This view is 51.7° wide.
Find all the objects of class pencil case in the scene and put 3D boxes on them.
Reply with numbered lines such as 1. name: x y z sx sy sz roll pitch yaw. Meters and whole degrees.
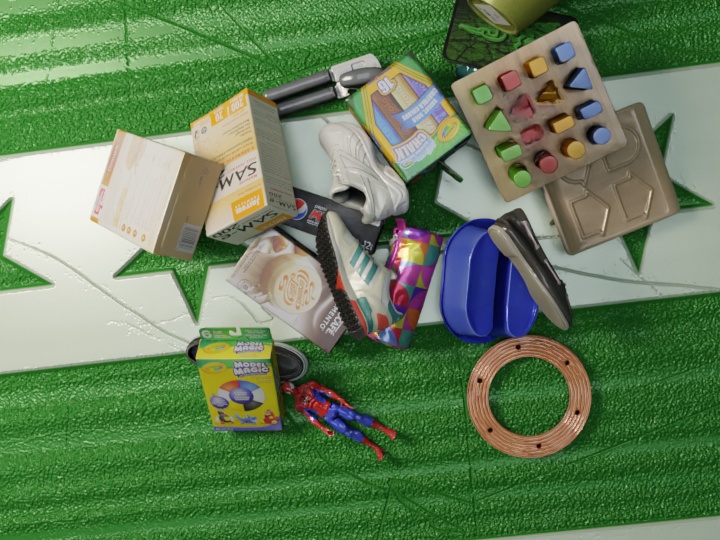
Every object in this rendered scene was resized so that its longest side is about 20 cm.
1. pencil case: 0.064 0.022 1.176 0.088 0.088 0.200 15 93 2

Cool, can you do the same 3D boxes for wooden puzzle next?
1. wooden puzzle: 0.381 -0.143 1.170 0.200 0.046 0.185 -23 97 -1

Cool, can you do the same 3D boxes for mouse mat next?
1. mouse mat: 0.235 -0.359 1.148 0.200 0.008 0.161 14 60 1

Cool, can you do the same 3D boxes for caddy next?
1. caddy: 0.199 0.018 1.162 0.141 0.105 0.200 4 93 -21

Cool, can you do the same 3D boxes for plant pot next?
1. plant pot: 0.253 -0.460 1.098 0.187 0.187 0.200 34 96 1

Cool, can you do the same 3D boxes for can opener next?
1. can opener: -0.060 -0.295 1.181 0.200 0.066 0.053 -17 91 8

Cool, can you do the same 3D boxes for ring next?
1. ring: 0.272 0.203 1.206 0.200 0.019 0.201 0 93 4

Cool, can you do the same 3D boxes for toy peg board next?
1. toy peg board: 0.262 -0.223 1.070 0.199 0.098 0.200 -25 101 12

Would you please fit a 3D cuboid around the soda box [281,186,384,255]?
1. soda box: -0.063 -0.086 1.182 0.200 0.071 0.063 20 94 2

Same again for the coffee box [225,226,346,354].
1. coffee box: -0.095 0.026 1.184 0.200 0.080 0.114 35 93 1

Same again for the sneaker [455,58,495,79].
1. sneaker: 0.237 -0.268 1.161 0.200 0.071 0.080 20 90 1

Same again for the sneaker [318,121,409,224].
1. sneaker: -0.016 -0.152 1.141 0.099 0.078 0.200 -28 62 -24

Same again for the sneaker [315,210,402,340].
1. sneaker: 0.000 0.000 1.122 0.093 0.070 0.200 -15 77 -24

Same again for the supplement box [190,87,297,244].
1. supplement box: -0.180 -0.156 1.131 0.126 0.074 0.200 -24 68 28

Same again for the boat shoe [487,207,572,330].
1. boat shoe: 0.266 -0.002 1.092 0.057 0.067 0.200 -39 103 -9

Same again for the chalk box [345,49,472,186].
1. chalk box: 0.086 -0.210 1.144 0.124 0.125 0.200 -36 89 3

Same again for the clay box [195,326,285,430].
1. clay box: -0.185 0.171 1.158 0.115 0.048 0.200 -1 131 3

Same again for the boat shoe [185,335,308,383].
1. boat shoe: -0.186 0.147 1.205 0.200 0.057 0.069 9 93 2

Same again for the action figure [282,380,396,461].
1. action figure: -0.039 0.234 1.205 0.200 0.052 0.065 30 99 0

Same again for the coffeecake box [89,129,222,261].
1. coffeecake box: -0.318 -0.118 1.139 0.200 0.073 0.154 23 96 41
